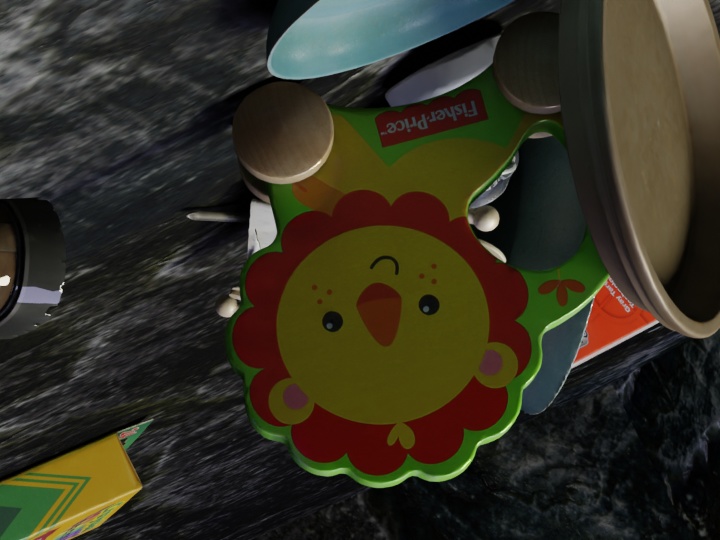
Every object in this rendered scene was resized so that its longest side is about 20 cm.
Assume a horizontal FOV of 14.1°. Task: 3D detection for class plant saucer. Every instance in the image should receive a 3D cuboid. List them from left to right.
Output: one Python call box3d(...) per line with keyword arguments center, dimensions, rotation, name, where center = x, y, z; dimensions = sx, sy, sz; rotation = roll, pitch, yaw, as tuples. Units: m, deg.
box3d(center=(0.047, -0.137, 1.179), dimensions=(0.200, 0.027, 0.200), rotation=(-25, 172, -4), name="plant saucer")
box3d(center=(0.089, -0.024, 1.580), dimensions=(0.039, 0.202, 0.201), rotation=(8, 163, -12), name="plant saucer")
box3d(center=(0.132, -0.067, 1.328), dimensions=(0.029, 0.201, 0.200), rotation=(-9, 180, 24), name="plant saucer")

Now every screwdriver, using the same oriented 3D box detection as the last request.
box3d(center=(-0.049, -0.032, 1.603), dimensions=(0.028, 0.029, 0.200), rotation=(-29, 163, 22), name="screwdriver")

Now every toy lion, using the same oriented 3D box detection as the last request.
box3d(center=(0.031, -0.002, 1.338), dimensions=(0.199, 0.192, 0.069), rotation=(-16, 172, -4), name="toy lion")

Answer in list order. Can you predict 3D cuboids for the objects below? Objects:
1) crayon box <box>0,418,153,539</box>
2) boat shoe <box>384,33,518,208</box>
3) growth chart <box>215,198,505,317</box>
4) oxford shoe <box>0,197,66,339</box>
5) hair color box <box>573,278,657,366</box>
box3d(center=(-0.249, 0.183, 2.207), dimensions=(0.200, 0.051, 0.127), rotation=(-23, 171, -25), name="crayon box")
box3d(center=(0.052, -0.067, 1.495), dimensions=(0.072, 0.068, 0.200), rotation=(-25, 172, -11), name="boat shoe")
box3d(center=(0.000, 0.000, 1.558), dimensions=(0.144, 0.018, 0.200), rotation=(14, 154, -2), name="growth chart")
box3d(center=(-0.208, 0.017, 1.255), dimensions=(0.084, 0.073, 0.200), rotation=(-1, 156, -34), name="oxford shoe")
box3d(center=(0.164, 0.014, 1.869), dimensions=(0.200, 0.061, 0.101), rotation=(-26, 176, -34), name="hair color box")
